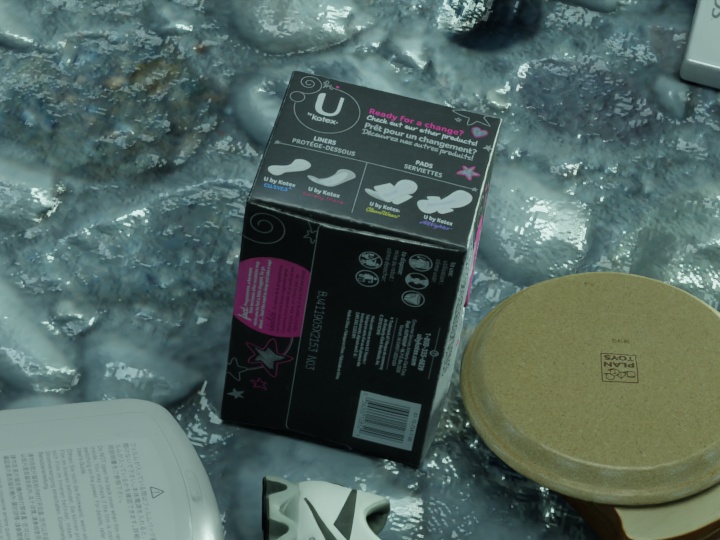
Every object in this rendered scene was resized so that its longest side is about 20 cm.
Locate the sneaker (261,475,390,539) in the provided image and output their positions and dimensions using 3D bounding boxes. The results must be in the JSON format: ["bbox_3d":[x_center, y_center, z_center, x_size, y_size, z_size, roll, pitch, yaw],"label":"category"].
[{"bbox_3d":[-0.009,0.195,1.493,0.088,0.074,0.200,2,49,-5],"label":"sneaker"}]

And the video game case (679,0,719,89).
[{"bbox_3d":[0.338,-0.177,1.913,0.200,0.024,0.182,15,48,4],"label":"video game case"}]

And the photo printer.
[{"bbox_3d":[-0.177,0.151,1.509,0.200,0.069,0.166,-5,49,-14],"label":"photo printer"}]

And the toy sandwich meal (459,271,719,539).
[{"bbox_3d":[0.156,0.085,1.625,0.205,0.070,0.205,2,45,-2],"label":"toy sandwich meal"}]

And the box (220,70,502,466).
[{"bbox_3d":[0.000,0.000,1.584,0.132,0.200,0.115,13,49,3],"label":"box"}]
